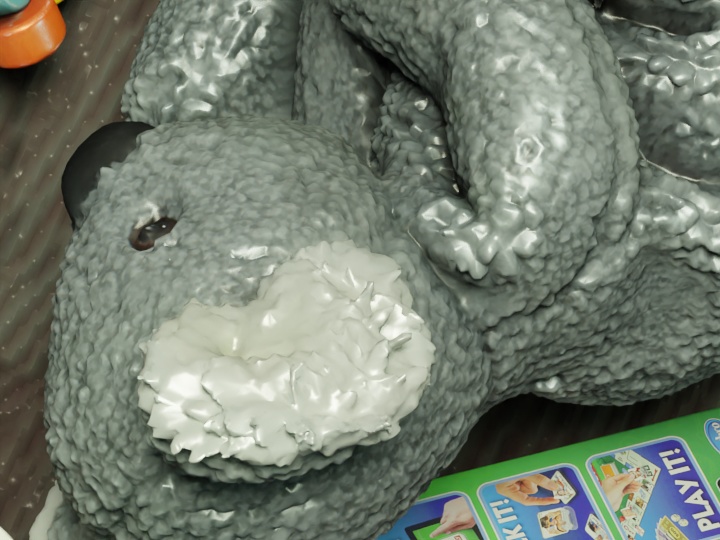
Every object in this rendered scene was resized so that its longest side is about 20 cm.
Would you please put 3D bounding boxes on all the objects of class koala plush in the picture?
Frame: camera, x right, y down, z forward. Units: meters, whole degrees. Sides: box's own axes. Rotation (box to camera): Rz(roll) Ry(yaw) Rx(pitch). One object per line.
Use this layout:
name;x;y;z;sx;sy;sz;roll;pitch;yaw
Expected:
koala plush;0.000;0.000;0.716;0.184;0.177;0.200;44;56;-2

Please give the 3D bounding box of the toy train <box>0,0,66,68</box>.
toy train;-0.123;-0.152;0.778;0.055;0.150;0.201;-8;77;18

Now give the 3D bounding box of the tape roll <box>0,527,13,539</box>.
tape roll;-0.160;0.136;0.729;0.201;0.037;0.204;3;73;-8

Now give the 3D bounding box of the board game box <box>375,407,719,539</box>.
board game box;0.070;0.125;0.726;0.134;0.029;0.201;-12;46;-14
